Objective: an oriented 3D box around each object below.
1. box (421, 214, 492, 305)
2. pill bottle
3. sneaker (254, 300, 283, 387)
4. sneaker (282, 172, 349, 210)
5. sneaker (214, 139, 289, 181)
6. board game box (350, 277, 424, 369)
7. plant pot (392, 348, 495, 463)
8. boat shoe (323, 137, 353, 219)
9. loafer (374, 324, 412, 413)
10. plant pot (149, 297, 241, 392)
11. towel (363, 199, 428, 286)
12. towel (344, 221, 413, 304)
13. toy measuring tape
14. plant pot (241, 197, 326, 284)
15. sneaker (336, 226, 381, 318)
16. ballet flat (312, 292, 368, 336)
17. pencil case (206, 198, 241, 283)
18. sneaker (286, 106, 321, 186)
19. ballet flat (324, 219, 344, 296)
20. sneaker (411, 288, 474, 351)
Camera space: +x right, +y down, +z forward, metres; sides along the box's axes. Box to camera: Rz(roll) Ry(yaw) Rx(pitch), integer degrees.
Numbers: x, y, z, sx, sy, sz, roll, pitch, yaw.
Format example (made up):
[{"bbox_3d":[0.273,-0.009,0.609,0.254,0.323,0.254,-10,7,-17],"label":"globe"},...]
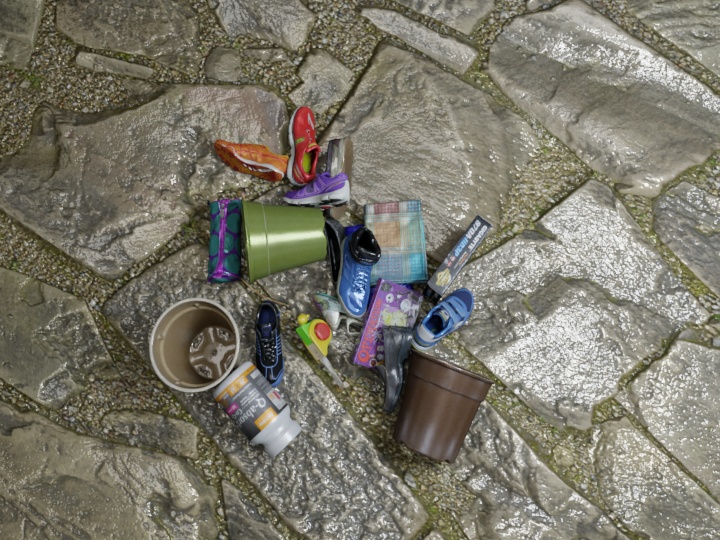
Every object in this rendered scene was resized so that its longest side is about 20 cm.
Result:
[{"bbox_3d":[0.220,-0.021,1.586,0.046,0.159,0.201,36,81,7],"label":"box"},{"bbox_3d":[-0.231,0.316,1.550,0.116,0.116,0.200,-42,87,-7],"label":"pill bottle"},{"bbox_3d":[-0.219,0.171,1.605,0.069,0.078,0.204,-6,77,1],"label":"sneaker"},{"bbox_3d":[-0.101,-0.191,1.645,0.197,0.080,0.085,-5,75,36],"label":"sneaker"},{"bbox_3d":[-0.274,-0.286,1.722,0.197,0.073,0.078,22,59,2],"label":"sneaker"},{"bbox_3d":[0.064,0.132,1.586,0.118,0.032,0.203,19,89,-17],"label":"board game box"},{"bbox_3d":[0.170,0.302,1.510,0.197,0.200,0.201,21,86,7],"label":"plant pot"},{"bbox_3d":[-0.063,-0.228,1.693,0.064,0.072,0.204,7,90,28],"label":"boat shoe"},{"bbox_3d":[0.068,0.222,1.555,0.071,0.073,0.204,10,92,2],"label":"loafer"},{"bbox_3d":[-0.353,0.179,1.555,0.196,0.184,0.205,-1,77,3],"label":"plant pot"},{"bbox_3d":[0.082,-0.066,1.622,0.144,0.022,0.204,-4,79,2],"label":"towel"},{"bbox_3d":[0.044,-0.021,1.650,0.145,0.050,0.204,-10,77,0],"label":"towel"},{"bbox_3d":[-0.081,0.182,1.612,0.073,0.074,0.201,-36,95,-6],"label":"toy measuring tape"},{"bbox_3d":[-0.179,-0.076,1.616,0.186,0.200,0.204,-5,77,-11],"label":"plant pot"},{"bbox_3d":[-0.001,0.000,1.562,0.075,0.111,0.204,9,69,-21],"label":"sneaker"},{"bbox_3d":[-0.029,0.114,1.613,0.197,0.069,0.072,18,67,3],"label":"ballet flat"},{"bbox_3d":[-0.330,-0.072,1.656,0.083,0.092,0.204,-2,78,2],"label":"pencil case"},{"bbox_3d":[-0.129,-0.310,1.694,0.076,0.084,0.204,5,83,-40],"label":"sneaker"},{"bbox_3d":[-0.060,-0.026,1.643,0.066,0.056,0.204,-26,66,40],"label":"ballet flat"},{"bbox_3d":[0.201,0.107,1.586,0.074,0.083,0.200,42,63,14],"label":"sneaker"}]
